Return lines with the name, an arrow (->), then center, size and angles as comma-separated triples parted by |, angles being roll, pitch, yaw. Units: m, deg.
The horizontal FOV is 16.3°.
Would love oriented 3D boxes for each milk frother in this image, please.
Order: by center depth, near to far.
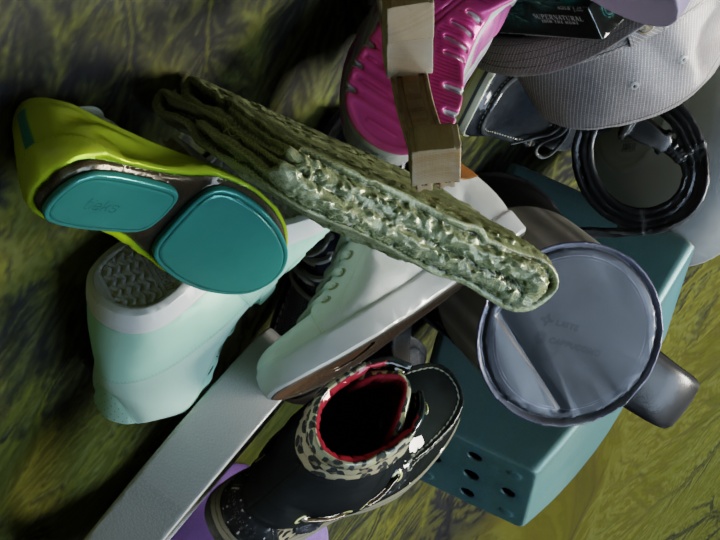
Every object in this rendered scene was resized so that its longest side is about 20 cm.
milk frother -> 0.144, -0.017, 1.577 | 0.188, 0.180, 0.200 | -133, -121, -69

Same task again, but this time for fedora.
fedora -> 0.168, -0.154, 1.542 | 0.200, 0.177, 0.090 | -35, 117, -12

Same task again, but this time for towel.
towel -> -0.003, -0.040, 1.306 | 0.200, 0.148, 0.037 | 22, 99, -35

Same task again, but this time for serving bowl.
serving bowl -> 0.216, -0.106, 1.761 | 0.066, 0.200, 0.200 | 11, 117, -29

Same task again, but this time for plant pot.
plant pot -> 0.119, 0.063, 1.740 | 0.200, 0.141, 0.141 | -60, 168, -29

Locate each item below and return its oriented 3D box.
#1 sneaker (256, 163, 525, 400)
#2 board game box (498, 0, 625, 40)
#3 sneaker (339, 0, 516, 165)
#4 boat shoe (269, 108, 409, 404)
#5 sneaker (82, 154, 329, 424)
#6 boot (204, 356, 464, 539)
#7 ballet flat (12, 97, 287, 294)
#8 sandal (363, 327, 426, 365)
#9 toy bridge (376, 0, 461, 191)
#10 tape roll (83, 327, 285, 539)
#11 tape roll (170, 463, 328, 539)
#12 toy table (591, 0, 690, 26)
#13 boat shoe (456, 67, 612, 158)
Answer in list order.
sneaker -> 0.000, 0.000, 1.433 | 0.200, 0.085, 0.073 | -36, 175, -35
board game box -> 0.152, -0.208, 1.515 | 0.200, 0.135, 0.028 | -44, 122, -28
sneaker -> 0.037, -0.142, 1.434 | 0.200, 0.081, 0.088 | -60, -174, -23
boat shoe -> -0.023, -0.012, 1.521 | 0.093, 0.075, 0.200 | 12, 109, -54
sneaker -> -0.080, 0.006, 1.401 | 0.200, 0.074, 0.118 | -35, 151, -35
boot -> 0.012, 0.095, 1.525 | 0.204, 0.073, 0.154 | -30, 170, -35
ballet flat -> -0.105, -0.043, 1.257 | 0.067, 0.067, 0.200 | -41, 150, 17
sandal -> 0.018, 0.050, 1.666 | 0.048, 0.075, 0.200 | -34, 150, -29
toy bridge -> 0.024, -0.125, 1.316 | 0.027, 0.200, 0.067 | -8, 148, -3
tape roll -> -0.105, 0.120, 1.474 | 0.203, 0.037, 0.203 | -50, 179, -1
tape roll -> -0.109, 0.229, 1.673 | 0.200, 0.066, 0.200 | -46, 157, -25
toy table -> 0.125, -0.240, 1.362 | 0.200, 0.184, 0.117 | 41, 76, -35
boat shoe -> 0.124, -0.116, 1.677 | 0.200, 0.062, 0.075 | -11, 133, -60
